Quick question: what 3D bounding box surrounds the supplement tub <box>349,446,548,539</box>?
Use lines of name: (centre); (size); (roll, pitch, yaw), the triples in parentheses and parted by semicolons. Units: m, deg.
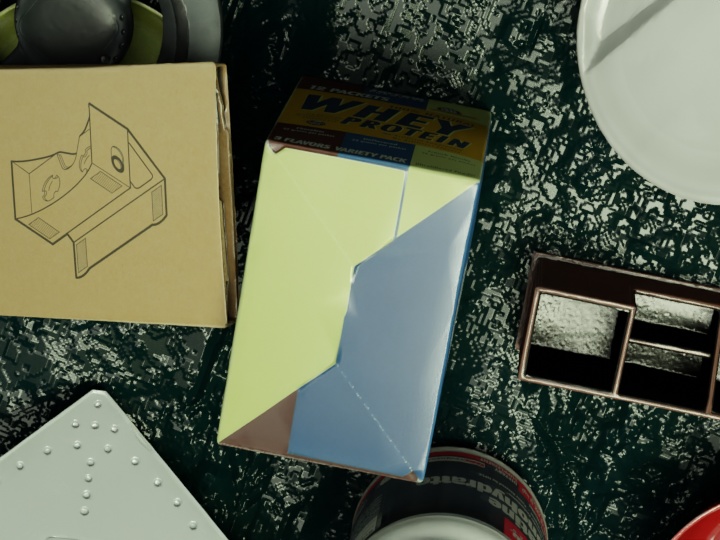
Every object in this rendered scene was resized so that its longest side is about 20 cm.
supplement tub: (0.056, 0.212, 1.612); (0.139, 0.200, 0.142); (1, 106, 4)

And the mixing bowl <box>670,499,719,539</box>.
mixing bowl: (0.286, 0.225, 1.644); (0.198, 0.108, 0.202); (2, 106, 5)

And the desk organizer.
desk organizer: (0.206, 0.050, 1.618); (0.198, 0.077, 0.072); (11, 106, 2)

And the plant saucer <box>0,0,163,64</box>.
plant saucer: (-0.184, -0.093, 1.637); (0.198, 0.031, 0.202); (1, 104, 4)

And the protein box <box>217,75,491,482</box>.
protein box: (0.000, 0.000, 1.558); (0.134, 0.200, 0.200); (11, 106, 2)

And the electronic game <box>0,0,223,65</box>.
electronic game: (-0.187, -0.163, 1.580); (0.198, 0.042, 0.202); (3, 112, 8)

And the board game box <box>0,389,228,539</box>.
board game box: (-0.194, 0.214, 1.641); (0.200, 0.026, 0.200); (-37, 78, -21)

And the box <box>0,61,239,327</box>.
box: (-0.169, -0.050, 1.540); (0.199, 0.021, 0.165); (2, 100, 29)

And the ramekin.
ramekin: (0.243, -0.145, 1.520); (0.201, 0.094, 0.204); (4, 97, 33)
